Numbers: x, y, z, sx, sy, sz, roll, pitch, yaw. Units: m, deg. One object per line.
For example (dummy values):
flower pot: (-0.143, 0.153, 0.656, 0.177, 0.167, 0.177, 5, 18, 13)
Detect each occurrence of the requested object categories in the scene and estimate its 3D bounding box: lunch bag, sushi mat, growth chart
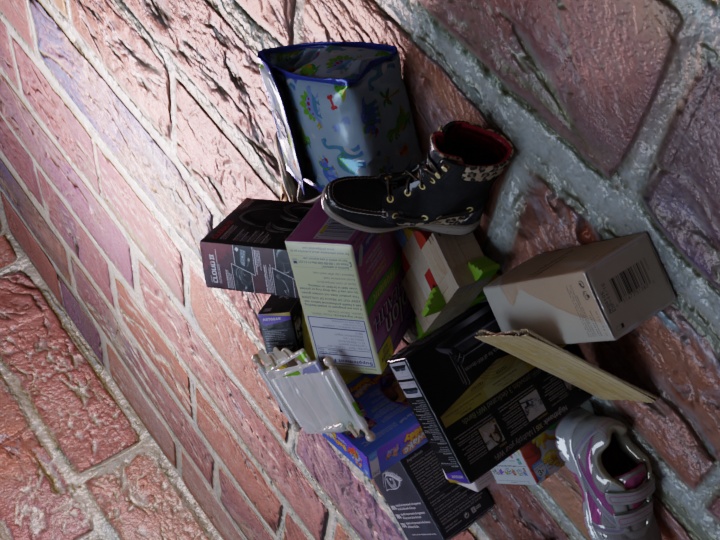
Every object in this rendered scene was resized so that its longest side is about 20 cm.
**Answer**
lunch bag: (-0.039, -0.188, 1.428, 0.199, 0.127, 0.172, 17, 132, 41)
sushi mat: (0.224, 0.104, 1.247, 0.199, 0.012, 0.095, 27, 166, -26)
growth chart: (-0.070, 0.164, 1.545, 0.199, 0.018, 0.146, -7, 112, 54)

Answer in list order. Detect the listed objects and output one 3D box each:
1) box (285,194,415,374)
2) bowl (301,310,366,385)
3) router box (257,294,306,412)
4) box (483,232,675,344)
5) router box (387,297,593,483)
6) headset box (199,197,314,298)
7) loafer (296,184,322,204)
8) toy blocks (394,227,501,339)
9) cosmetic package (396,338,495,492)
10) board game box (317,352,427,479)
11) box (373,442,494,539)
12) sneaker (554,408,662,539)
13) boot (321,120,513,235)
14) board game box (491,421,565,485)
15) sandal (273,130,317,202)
box: (0.000, 0.000, 1.504, 0.096, 0.176, 0.202, 4, 125, 25)
bowl: (-0.004, 0.081, 1.681, 0.106, 0.201, 0.202, -4, 121, 18)
router box: (-0.083, 0.090, 1.690, 0.052, 0.200, 0.159, -4, 112, 17)
box: (0.225, 0.025, 1.214, 0.078, 0.094, 0.200, 63, 155, -6)
router box: (0.152, 0.123, 1.316, 0.159, 0.199, 0.052, 62, 156, -4)
headset box: (-0.118, -0.034, 1.603, 0.198, 0.149, 0.078, 7, 120, 22)
loafer: (-0.042, -0.143, 1.583, 0.070, 0.069, 0.200, 55, 155, 12)
toy blocks: (0.095, -0.016, 1.449, 0.138, 0.099, 0.200, 66, 158, 18)
cosmetic package: (0.140, 0.176, 1.530, 0.085, 0.107, 0.202, 7, 121, 62)
board game box: (0.049, 0.190, 1.610, 0.134, 0.199, 0.045, 35, 146, 44)
box: (0.092, 0.306, 1.772, 0.202, 0.104, 0.148, 61, 156, 0)
sneaker: (0.300, 0.257, 1.334, 0.202, 0.081, 0.088, 62, 158, -5)
boot: (0.066, -0.104, 1.296, 0.151, 0.197, 0.074, 120, 154, -57)
board game box: (0.183, 0.150, 1.419, 0.202, 0.102, 0.105, 62, 156, -4)
sandal: (-0.092, -0.120, 1.696, 0.054, 0.080, 0.202, 6, 116, 48)
